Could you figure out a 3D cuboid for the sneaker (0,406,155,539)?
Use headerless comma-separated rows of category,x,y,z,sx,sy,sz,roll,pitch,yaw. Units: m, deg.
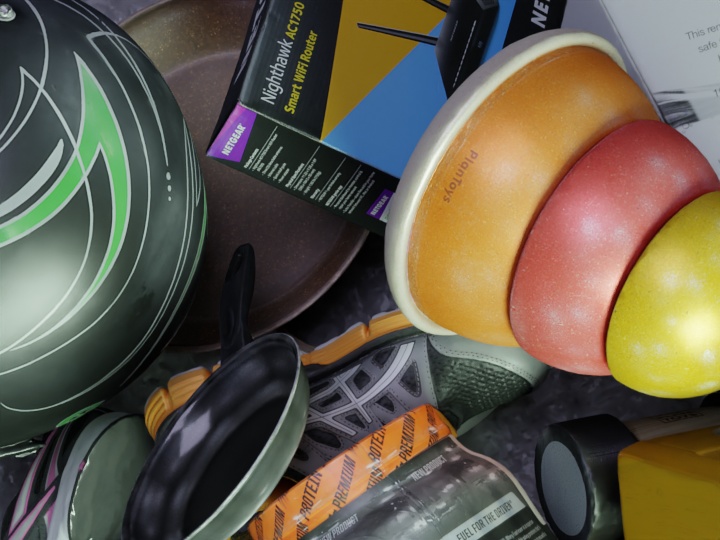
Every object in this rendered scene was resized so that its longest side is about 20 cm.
sneaker,-0.152,0.161,0.960,0.086,0.080,0.201,19,85,55

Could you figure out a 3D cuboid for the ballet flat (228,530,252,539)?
ballet flat,-0.054,0.160,0.905,0.199,0.071,0.071,-26,66,-9

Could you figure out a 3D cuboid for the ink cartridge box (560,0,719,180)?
ink cartridge box,0.198,-0.068,0.877,0.145,0.086,0.201,-18,63,-12

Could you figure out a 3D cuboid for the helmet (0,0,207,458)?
helmet,-0.164,-0.030,0.881,0.191,0.200,0.200,-42,65,-17

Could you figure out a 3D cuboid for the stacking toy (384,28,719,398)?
stacking toy,0.120,0.006,0.772,0.200,0.146,0.146,37,84,32

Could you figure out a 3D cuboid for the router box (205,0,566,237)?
router box,0.021,-0.110,0.936,0.148,0.051,0.201,23,51,-13

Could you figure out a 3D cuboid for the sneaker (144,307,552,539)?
sneaker,-0.003,0.074,0.893,0.198,0.078,0.078,-18,58,13

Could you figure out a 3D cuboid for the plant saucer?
plant saucer,-0.076,-0.049,0.984,0.199,0.037,0.202,-5,69,14

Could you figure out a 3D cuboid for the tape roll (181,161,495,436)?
tape roll,0.000,0.000,0.985,0.201,0.037,0.205,-5,70,14

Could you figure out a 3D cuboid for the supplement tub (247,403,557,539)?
supplement tub,0.045,0.165,0.798,0.122,0.123,0.201,-33,82,2

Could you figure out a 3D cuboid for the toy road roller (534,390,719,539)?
toy road roller,0.170,0.132,0.813,0.122,0.200,0.147,-9,94,-22

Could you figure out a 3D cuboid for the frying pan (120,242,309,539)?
frying pan,-0.066,0.066,0.847,0.031,0.190,0.115,39,98,-20
